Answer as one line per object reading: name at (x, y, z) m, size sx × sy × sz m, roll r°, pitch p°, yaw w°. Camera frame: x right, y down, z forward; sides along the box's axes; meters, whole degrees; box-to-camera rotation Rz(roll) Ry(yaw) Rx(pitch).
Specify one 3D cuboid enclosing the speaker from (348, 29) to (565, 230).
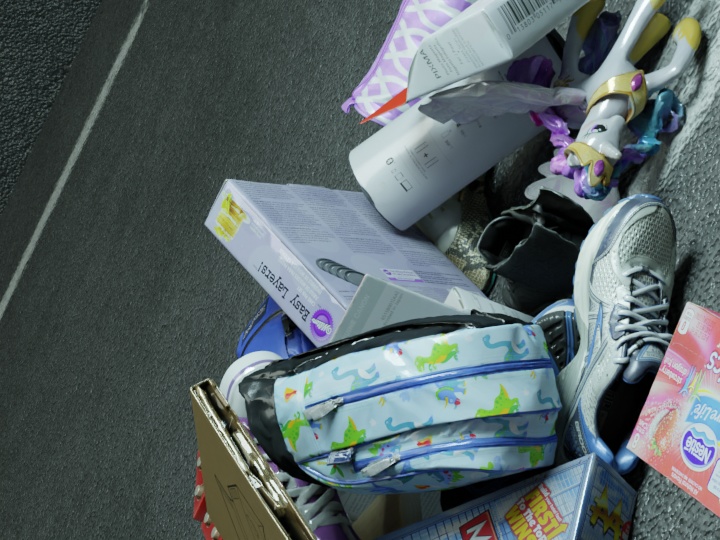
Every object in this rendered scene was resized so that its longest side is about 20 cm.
speaker at (0.091, -0.120, 1.753) m, size 0.200 × 0.081 × 0.081 m, roll -36°, pitch 32°, yaw 17°

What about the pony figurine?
pony figurine at (0.164, -0.127, 1.612) m, size 0.193 × 0.166 × 0.201 m, roll -16°, pitch 40°, yaw 56°

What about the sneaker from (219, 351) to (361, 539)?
sneaker at (-0.038, 0.158, 1.571) m, size 0.114 × 0.072 × 0.201 m, roll 42°, pitch 154°, yaw 56°

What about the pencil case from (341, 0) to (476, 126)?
pencil case at (0.062, -0.224, 2.016) m, size 0.201 × 0.085 × 0.084 m, roll -66°, pitch 22°, yaw 12°

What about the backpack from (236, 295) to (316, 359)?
backpack at (-0.016, 0.073, 1.822) m, size 0.163 × 0.167 × 0.201 m, roll -48°, pitch 26°, yaw 31°

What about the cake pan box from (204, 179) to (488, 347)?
cake pan box at (0.000, 0.000, 1.734) m, size 0.184 × 0.199 × 0.052 m, roll 47°, pitch 118°, yaw 33°

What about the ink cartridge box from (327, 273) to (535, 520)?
ink cartridge box at (0.033, 0.103, 1.650) m, size 0.201 × 0.173 × 0.044 m, roll -61°, pitch 20°, yaw 20°

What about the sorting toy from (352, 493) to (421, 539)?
sorting toy at (0.016, 0.298, 1.625) m, size 0.200 × 0.069 × 0.200 m, roll -51°, pitch 32°, yaw 41°

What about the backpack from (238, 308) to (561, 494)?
backpack at (0.044, 0.093, 1.487) m, size 0.199 × 0.163 × 0.155 m, roll -31°, pitch 67°, yaw 28°

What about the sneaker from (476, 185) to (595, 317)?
sneaker at (0.129, -0.013, 1.618) m, size 0.200 × 0.104 × 0.060 m, roll -19°, pitch 54°, yaw 64°

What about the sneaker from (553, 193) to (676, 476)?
sneaker at (0.188, 0.049, 1.473) m, size 0.085 × 0.077 × 0.201 m, roll 20°, pitch 99°, yaw 65°

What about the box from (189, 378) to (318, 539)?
box at (-0.070, 0.190, 1.553) m, size 0.164 × 0.021 × 0.200 m, roll 54°, pitch 161°, yaw 27°

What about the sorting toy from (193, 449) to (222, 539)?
sorting toy at (-0.097, 0.177, 2.060) m, size 0.201 × 0.069 × 0.199 m, roll -65°, pitch 21°, yaw 12°

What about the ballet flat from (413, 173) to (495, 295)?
ballet flat at (0.076, -0.065, 1.842) m, size 0.068 × 0.075 × 0.201 m, roll -43°, pitch 33°, yaw 43°

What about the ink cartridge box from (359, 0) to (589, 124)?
ink cartridge box at (0.093, -0.190, 1.638) m, size 0.162 × 0.057 × 0.199 m, roll -39°, pitch 17°, yaw -34°

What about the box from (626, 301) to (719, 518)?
box at (0.246, 0.100, 1.229) m, size 0.103 × 0.094 × 0.200 m, roll -67°, pitch 20°, yaw 5°

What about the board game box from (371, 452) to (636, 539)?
board game box at (0.104, 0.223, 1.434) m, size 0.199 × 0.062 × 0.201 m, roll -35°, pitch 41°, yaw 15°

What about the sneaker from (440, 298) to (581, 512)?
sneaker at (0.124, 0.109, 1.590) m, size 0.201 × 0.075 × 0.077 m, roll -61°, pitch 0°, yaw 22°
